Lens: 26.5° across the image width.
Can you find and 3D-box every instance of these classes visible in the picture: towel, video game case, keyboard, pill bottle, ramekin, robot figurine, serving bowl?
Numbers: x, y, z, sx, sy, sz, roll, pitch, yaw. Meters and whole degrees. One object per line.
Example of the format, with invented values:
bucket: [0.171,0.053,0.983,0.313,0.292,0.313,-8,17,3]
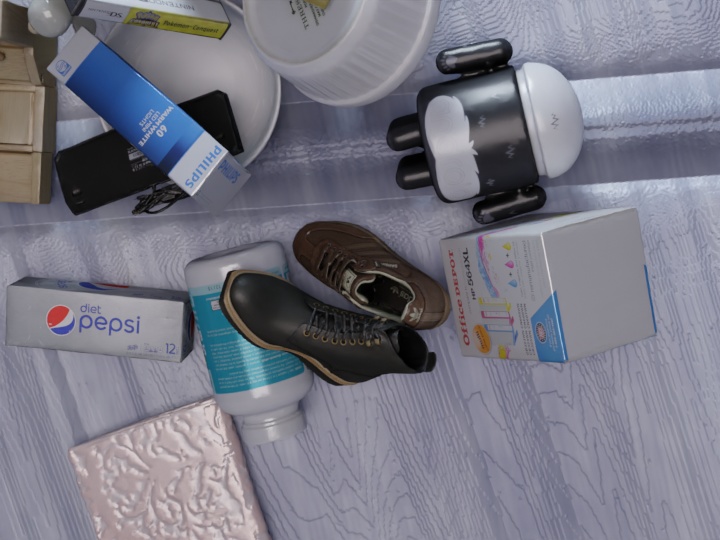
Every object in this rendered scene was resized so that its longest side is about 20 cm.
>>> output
towel: [-0.206,0.259,1.689,0.189,0.032,0.202,-18,95,9]
video game case: [-0.236,-0.319,1.508,0.026,0.179,0.201,-47,57,35]
keyboard: [-0.214,-0.105,1.582,0.198,0.040,0.105,-19,72,9]
pill bottle: [-0.113,0.077,1.614,0.109,0.111,0.203,-12,95,8]
ramekin: [-0.027,-0.266,1.491,0.200,0.094,0.205,-6,80,35]
robot figurine: [0.128,-0.140,1.556,0.197,0.151,0.126,-13,54,8]
serving bowl: [-0.175,-0.192,1.608,0.197,0.066,0.203,1,98,7]

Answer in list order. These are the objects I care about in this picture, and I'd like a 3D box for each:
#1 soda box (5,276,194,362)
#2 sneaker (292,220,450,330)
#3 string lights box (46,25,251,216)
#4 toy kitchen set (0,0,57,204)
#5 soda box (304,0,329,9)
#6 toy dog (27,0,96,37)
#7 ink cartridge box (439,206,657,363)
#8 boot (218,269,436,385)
soda box: [-0.280,0.052,1.653,0.197,0.063,0.069,5,99,6]
sneaker: [0.000,0.000,1.579,0.198,0.075,0.071,25,103,28]
string lights box: [-0.207,-0.146,1.508,0.200,0.103,0.059,41,89,13]
toy kitchen set: [-0.419,-0.173,1.578,0.161,0.180,0.203,3,94,7]
soda box: [-0.104,-0.322,1.452,0.199,0.067,0.065,34,103,33]
toy dog: [-0.298,-0.299,1.560,0.096,0.200,0.133,-29,94,39]
ink cartridge box: [0.178,0.015,1.534,0.124,0.199,0.130,-15,96,-31]
boot: [-0.030,0.050,1.525,0.199,0.137,0.078,29,67,-36]
